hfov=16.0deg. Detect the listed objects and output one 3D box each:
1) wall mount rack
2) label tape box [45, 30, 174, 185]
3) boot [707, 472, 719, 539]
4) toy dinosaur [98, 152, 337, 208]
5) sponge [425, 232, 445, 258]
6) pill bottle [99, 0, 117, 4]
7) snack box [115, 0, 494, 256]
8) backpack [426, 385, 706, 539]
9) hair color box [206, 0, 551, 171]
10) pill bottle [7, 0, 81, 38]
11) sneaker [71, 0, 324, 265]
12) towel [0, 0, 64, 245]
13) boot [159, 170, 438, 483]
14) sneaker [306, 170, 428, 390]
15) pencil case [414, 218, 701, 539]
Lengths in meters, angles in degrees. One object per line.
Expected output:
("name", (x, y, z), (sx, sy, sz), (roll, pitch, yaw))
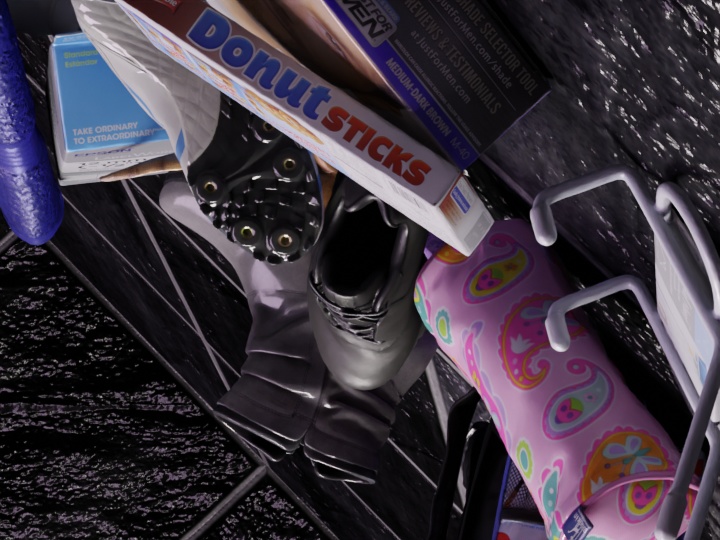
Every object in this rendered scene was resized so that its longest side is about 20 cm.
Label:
("wall mount rack", (0.133, 0.055, 1.149), (0.200, 0.074, 0.174), (74, 174, -63))
("label tape box", (-0.105, -0.098, 1.472), (0.200, 0.143, 0.066), (156, 106, -81))
("boot", (0.219, 0.122, 1.155), (0.211, 0.079, 0.158), (99, 163, -44))
("toy dinosaur", (-0.031, -0.046, 1.430), (0.200, 0.106, 0.060), (30, 180, -9))
("sponge", (0.051, 0.003, 1.548), (0.112, 0.030, 0.200), (53, 168, -32))
("pill bottle", (-0.110, -0.202, 1.198), (0.112, 0.112, 0.200), (47, 170, 5))
("snack box", (-0.029, -0.076, 1.174), (0.200, 0.024, 0.072), (35, 175, 22))
("backpack", (0.108, 0.164, 1.444), (0.154, 0.191, 0.200), (19, 167, 7))
("hair color box", (0.001, -0.112, 1.216), (0.109, 0.065, 0.200), (50, 169, -17))
("pill bottle", (-0.201, -0.215, 1.544), (0.200, 0.112, 0.112), (44, 169, 22))
("sneaker", (-0.079, -0.093, 1.334), (0.200, 0.072, 0.072), (56, -167, 3))
("towel", (-0.224, -0.123, 1.483), (0.148, 0.050, 0.200), (48, 161, 30))
("boot", (-0.055, 0.033, 1.519), (0.200, 0.132, 0.070), (29, 170, 6))
("sneaker", (0.000, 0.000, 1.369), (0.076, 0.091, 0.200), (15, 136, 9))
("pencil case", (0.097, 0.066, 1.299), (0.200, 0.087, 0.087), (62, -179, 39))
